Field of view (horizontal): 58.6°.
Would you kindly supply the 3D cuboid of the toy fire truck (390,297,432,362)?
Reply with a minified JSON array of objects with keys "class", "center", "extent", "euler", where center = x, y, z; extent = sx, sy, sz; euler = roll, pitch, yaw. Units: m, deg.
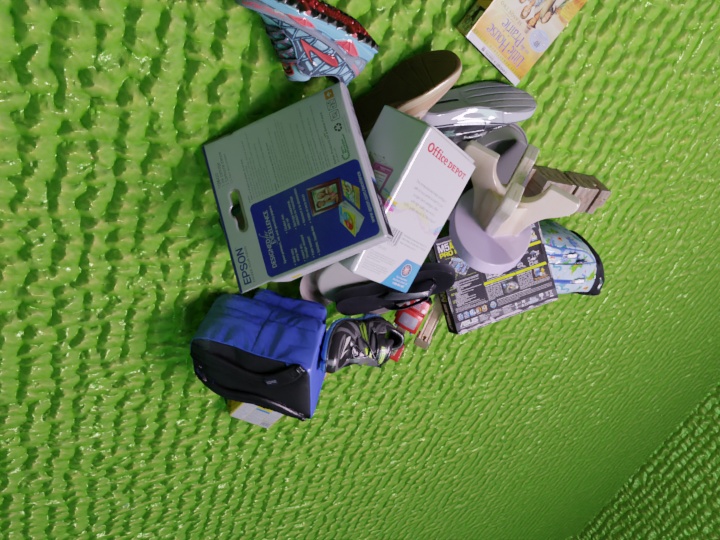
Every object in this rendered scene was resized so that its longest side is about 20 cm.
[{"class":"toy fire truck","center":[0.076,0.103,1.161],"extent":[0.143,0.048,0.200],"euler":[-63,177,3]}]

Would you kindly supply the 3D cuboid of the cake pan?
[{"class":"cake pan","center":[0.204,-0.151,1.064],"extent":[0.197,0.037,0.203],"euler":[-19,139,-18]}]

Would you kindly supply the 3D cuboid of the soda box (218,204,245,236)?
[{"class":"soda box","center":[-0.097,-0.090,0.899],"extent":[0.198,0.064,0.069],"euler":[-36,141,2]}]

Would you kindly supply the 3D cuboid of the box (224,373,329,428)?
[{"class":"box","center":[-0.143,0.202,1.178],"extent":[0.199,0.049,0.117],"euler":[-40,140,12]}]

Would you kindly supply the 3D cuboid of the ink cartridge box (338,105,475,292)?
[{"class":"ink cartridge box","center":[0.048,-0.089,0.842],"extent":[0.144,0.084,0.202],"euler":[21,101,-55]}]

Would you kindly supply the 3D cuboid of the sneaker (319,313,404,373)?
[{"class":"sneaker","center":[0.006,0.114,1.000],"extent":[0.198,0.082,0.072],"euler":[-12,118,-56]}]

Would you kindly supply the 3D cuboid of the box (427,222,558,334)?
[{"class":"box","center":[0.223,0.000,1.085],"extent":[0.196,0.164,0.044],"euler":[-18,-177,-13]}]

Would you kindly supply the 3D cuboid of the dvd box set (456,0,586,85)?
[{"class":"dvd box set","center":[0.238,-0.370,0.870],"extent":[0.145,0.030,0.201],"euler":[22,115,-46]}]

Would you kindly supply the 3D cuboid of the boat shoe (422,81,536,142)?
[{"class":"boat shoe","center":[0.161,-0.227,0.944],"extent":[0.195,0.073,0.072],"euler":[-7,144,-14]}]

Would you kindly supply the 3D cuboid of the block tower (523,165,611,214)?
[{"class":"block tower","center":[0.371,-0.146,1.169],"extent":[0.197,0.058,0.055],"euler":[3,129,-35]}]

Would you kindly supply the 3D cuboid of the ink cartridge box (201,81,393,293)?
[{"class":"ink cartridge box","center":[-0.079,-0.097,0.783],"extent":[0.197,0.202,0.047],"euler":[-20,169,17]}]

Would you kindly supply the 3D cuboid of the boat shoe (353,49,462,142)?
[{"class":"boat shoe","center":[0.052,-0.222,0.869],"extent":[0.198,0.072,0.064],"euler":[-31,147,11]}]

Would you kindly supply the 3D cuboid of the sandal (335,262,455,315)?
[{"class":"sandal","center":[0.057,0.041,0.995],"extent":[0.196,0.044,0.076],"euler":[-19,145,16]}]

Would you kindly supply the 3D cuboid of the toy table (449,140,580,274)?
[{"class":"toy table","center":[0.217,-0.100,0.952],"extent":[0.181,0.202,0.118],"euler":[22,132,-4]}]

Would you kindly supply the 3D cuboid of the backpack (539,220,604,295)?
[{"class":"backpack","center":[0.344,-0.024,1.211],"extent":[0.196,0.164,0.156],"euler":[-11,128,-15]}]

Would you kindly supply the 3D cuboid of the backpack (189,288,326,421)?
[{"class":"backpack","center":[-0.153,0.122,0.997],"extent":[0.195,0.170,0.165],"euler":[11,133,7]}]

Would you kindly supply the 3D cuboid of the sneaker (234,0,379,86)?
[{"class":"sneaker","center":[-0.068,-0.261,0.734],"extent":[0.198,0.080,0.096],"euler":[14,124,-42]}]

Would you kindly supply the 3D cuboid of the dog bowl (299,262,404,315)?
[{"class":"dog bowl","center":[0.000,0.000,1.016],"extent":[0.195,0.060,0.202],"euler":[-5,147,-3]}]

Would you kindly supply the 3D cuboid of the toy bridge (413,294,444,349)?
[{"class":"toy bridge","center":[0.149,0.039,1.131],"extent":[0.202,0.027,0.068],"euler":[-61,174,-25]}]
